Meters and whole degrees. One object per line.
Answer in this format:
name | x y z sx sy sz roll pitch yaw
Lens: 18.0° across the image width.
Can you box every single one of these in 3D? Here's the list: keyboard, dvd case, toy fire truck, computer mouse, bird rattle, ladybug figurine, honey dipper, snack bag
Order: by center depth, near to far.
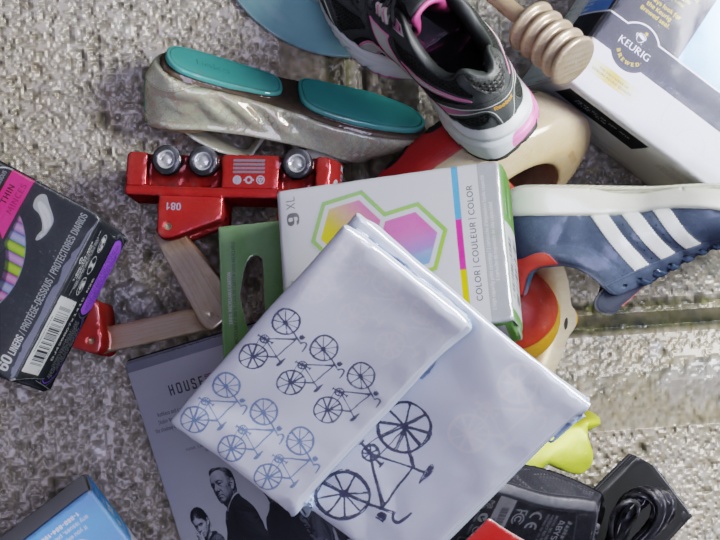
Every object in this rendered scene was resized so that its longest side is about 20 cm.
snack bag | 0.012 0.089 1.420 0.200 0.021 0.189 38 112 -12
honey dipper | 0.078 -0.197 1.523 0.038 0.038 0.200 -41 61 -7
dvd case | -0.068 0.139 1.534 0.149 0.025 0.201 -16 91 32
toy fire truck | -0.112 -0.011 1.534 0.198 0.049 0.142 2 84 7
computer mouse | 0.104 0.177 1.535 0.199 0.053 0.139 17 113 -31
bird rattle | 0.087 0.045 1.558 0.200 0.112 0.164 54 53 -35
ladybug figurine | 0.066 -0.055 1.558 0.200 0.136 0.072 -38 68 0
keyboard | 0.159 0.233 1.616 0.200 0.021 0.127 -44 118 -8

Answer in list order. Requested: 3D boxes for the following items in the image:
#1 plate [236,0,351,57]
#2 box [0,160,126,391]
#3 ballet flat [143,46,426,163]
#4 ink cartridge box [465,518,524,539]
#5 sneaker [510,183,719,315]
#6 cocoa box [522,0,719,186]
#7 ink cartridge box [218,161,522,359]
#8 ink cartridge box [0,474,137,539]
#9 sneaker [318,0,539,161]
plate | -0.008 -0.250 1.584 0.198 0.026 0.202 0 92 -10
box | -0.270 -0.021 1.473 0.199 0.106 0.123 27 86 7
ballet flat | -0.054 -0.103 1.570 0.198 0.068 0.063 15 118 -8
ink cartridge box | 0.083 0.276 1.535 0.176 0.045 0.200 31 113 -37
sneaker | 0.190 -0.014 1.491 0.198 0.075 0.085 0 94 13
cocoa box | 0.235 -0.126 1.579 0.199 0.133 0.132 36 85 -9
ink cartridge box | 0.000 0.000 1.452 0.198 0.059 0.105 -7 74 9
ink cartridge box | -0.181 0.264 1.535 0.145 0.084 0.201 -37 98 -8
sneaker | 0.043 -0.165 1.500 0.080 0.087 0.200 -43 58 -12
